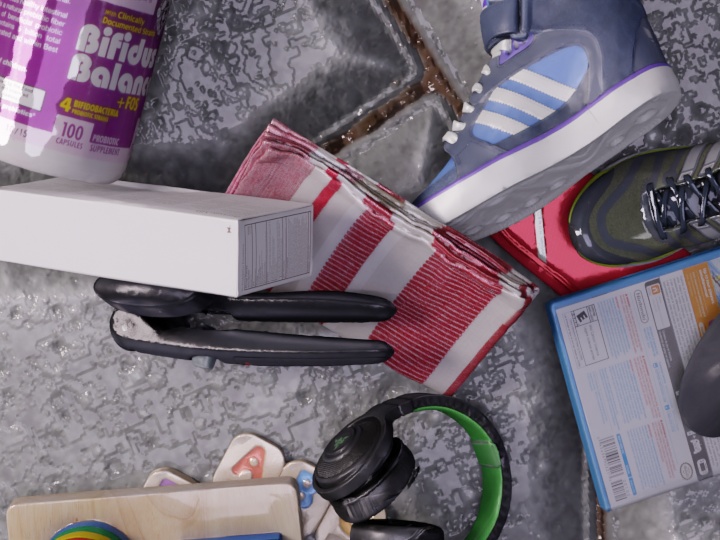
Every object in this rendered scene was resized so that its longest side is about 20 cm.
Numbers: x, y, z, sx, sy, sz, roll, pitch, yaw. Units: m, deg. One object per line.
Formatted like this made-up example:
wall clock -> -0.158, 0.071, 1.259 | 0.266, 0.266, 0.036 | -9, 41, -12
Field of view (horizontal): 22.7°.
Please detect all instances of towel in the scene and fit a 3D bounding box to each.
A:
towel -> 0.000, 0.000, 1.145 | 0.199, 0.023, 0.144 | 31, 142, -4

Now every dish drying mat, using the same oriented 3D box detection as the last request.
dish drying mat -> 0.172, 0.000, 1.189 | 0.200, 0.018, 0.077 | 39, 95, -4

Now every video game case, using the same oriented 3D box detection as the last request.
video game case -> 0.234, 0.060, 1.179 | 0.198, 0.018, 0.144 | -17, 96, -6

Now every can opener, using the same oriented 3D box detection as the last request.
can opener -> -0.073, 0.036, 1.156 | 0.198, 0.079, 0.064 | 8, 94, 13

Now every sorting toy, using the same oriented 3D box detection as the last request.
sorting toy -> -0.132, 0.250, 1.189 | 0.197, 0.070, 0.202 | -5, 100, 3

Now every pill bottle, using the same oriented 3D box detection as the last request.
pill bottle -> -0.177, -0.164, 1.123 | 0.111, 0.112, 0.202 | 16, 98, -2

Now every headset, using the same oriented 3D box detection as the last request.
headset -> 0.018, 0.158, 1.150 | 0.199, 0.094, 0.124 | -26, 101, -25

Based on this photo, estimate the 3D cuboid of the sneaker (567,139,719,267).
sneaker -> 0.228, -0.054, 1.143 | 0.198, 0.081, 0.075 | -19, 91, -3

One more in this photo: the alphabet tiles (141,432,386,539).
alphabet tiles -> -0.074, 0.220, 1.225 | 0.199, 0.015, 0.197 | 28, 97, -3

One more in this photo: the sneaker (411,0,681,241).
sneaker -> 0.091, -0.120, 1.145 | 0.199, 0.081, 0.147 | -32, 71, 10

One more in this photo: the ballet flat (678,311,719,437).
ballet flat -> 0.280, 0.027, 1.139 | 0.073, 0.073, 0.200 | 43, 88, -5

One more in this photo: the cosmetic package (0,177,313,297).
cosmetic package -> -0.133, -0.023, 1.112 | 0.199, 0.082, 0.051 | 8, 101, 32
